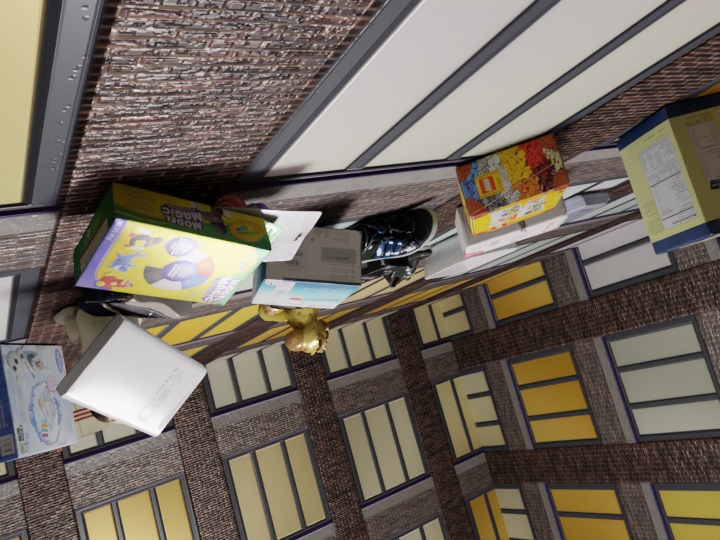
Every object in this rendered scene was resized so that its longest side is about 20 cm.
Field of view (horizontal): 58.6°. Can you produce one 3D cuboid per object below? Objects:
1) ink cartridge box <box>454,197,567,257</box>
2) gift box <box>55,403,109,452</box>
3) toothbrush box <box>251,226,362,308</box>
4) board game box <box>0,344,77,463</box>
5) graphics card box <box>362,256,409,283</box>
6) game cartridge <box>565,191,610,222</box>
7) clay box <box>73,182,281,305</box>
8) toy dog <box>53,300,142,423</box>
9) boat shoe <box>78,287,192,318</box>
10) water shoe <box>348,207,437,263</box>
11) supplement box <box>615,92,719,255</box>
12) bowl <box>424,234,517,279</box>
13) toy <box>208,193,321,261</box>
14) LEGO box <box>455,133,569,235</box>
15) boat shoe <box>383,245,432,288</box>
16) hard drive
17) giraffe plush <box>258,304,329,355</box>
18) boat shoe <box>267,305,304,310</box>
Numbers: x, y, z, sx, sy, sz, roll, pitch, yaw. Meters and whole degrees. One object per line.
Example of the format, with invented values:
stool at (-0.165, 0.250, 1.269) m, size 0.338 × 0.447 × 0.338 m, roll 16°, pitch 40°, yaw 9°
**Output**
ink cartridge box at (0.289, -0.101, 1.257) m, size 0.195 × 0.087 × 0.146 m, roll -16°, pitch 172°, yaw 5°
gift box at (-1.155, 0.605, 2.579) m, size 0.198 × 0.188 × 0.185 m, roll -28°, pitch 169°, yaw 30°
toothbrush box at (-0.089, -0.001, 0.995) m, size 0.143 × 0.088 × 0.200 m, roll 5°, pitch 167°, yaw -15°
board game box at (-0.626, 0.246, 1.226) m, size 0.042 × 0.205 × 0.199 m, roll -14°, pitch 172°, yaw 4°
graphics card box at (0.000, 0.000, 1.444) m, size 0.197 × 0.052 × 0.125 m, roll -20°, pitch 171°, yaw 25°
game cartridge at (0.504, -0.144, 1.599) m, size 0.131 × 0.042 × 0.199 m, roll -16°, pitch 172°, yaw -38°
clay box at (-0.185, -0.018, 0.680) m, size 0.197 × 0.048 × 0.115 m, roll 12°, pitch 138°, yaw -40°
toy dog at (-0.391, 0.144, 1.045) m, size 0.138 × 0.205 × 0.192 m, roll -10°, pitch 170°, yaw -42°
boat shoe at (-0.334, 0.037, 0.959) m, size 0.091 × 0.077 × 0.200 m, roll -12°, pitch 165°, yaw 10°
water shoe at (0.036, -0.054, 1.087) m, size 0.196 × 0.073 × 0.079 m, roll -20°, pitch 169°, yaw 17°
supplement box at (0.553, -0.157, 1.015) m, size 0.196 × 0.204 × 0.134 m, roll -15°, pitch 172°, yaw -12°
bowl at (0.266, -0.049, 1.586) m, size 0.197 × 0.076 × 0.198 m, roll -9°, pitch 168°, yaw -42°
toy at (-0.156, -0.055, 0.738) m, size 0.196 × 0.048 × 0.115 m, roll -4°, pitch 155°, yaw -29°
LEGO box at (0.230, -0.125, 0.994) m, size 0.146 × 0.079 × 0.200 m, roll -18°, pitch 172°, yaw 9°
boat shoe at (0.117, -0.012, 1.557) m, size 0.070 × 0.069 × 0.199 m, roll -10°, pitch 168°, yaw -30°
hard drive at (-0.332, 0.162, 0.958) m, size 0.133 × 0.026 × 0.200 m, roll -52°, pitch 143°, yaw -9°
giraffe plush at (-0.147, 0.135, 1.623) m, size 0.196 × 0.166 × 0.172 m, roll -17°, pitch 172°, yaw 8°
boat shoe at (-0.159, 0.050, 1.413) m, size 0.063 × 0.075 × 0.200 m, roll -7°, pitch 171°, yaw 17°
